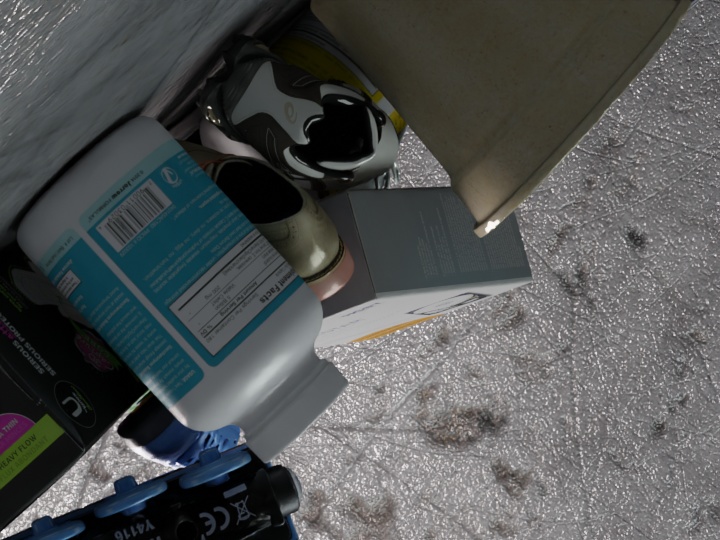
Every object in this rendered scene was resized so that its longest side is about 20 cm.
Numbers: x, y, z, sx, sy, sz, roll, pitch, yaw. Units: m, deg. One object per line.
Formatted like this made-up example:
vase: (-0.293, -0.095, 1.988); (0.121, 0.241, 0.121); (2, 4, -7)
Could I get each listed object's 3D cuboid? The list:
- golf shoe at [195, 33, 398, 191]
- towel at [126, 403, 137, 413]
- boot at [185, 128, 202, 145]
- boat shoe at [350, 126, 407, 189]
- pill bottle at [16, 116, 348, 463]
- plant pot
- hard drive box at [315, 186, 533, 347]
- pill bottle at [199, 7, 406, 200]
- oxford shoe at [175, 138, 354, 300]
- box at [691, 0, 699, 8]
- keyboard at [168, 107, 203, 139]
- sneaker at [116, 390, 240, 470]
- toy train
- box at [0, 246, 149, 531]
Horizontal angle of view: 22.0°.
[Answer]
golf shoe: (-0.018, -0.080, 1.174); (0.200, 0.094, 0.078); (15, 104, -58)
towel: (-0.106, 0.037, 1.409); (0.199, 0.023, 0.153); (-18, 147, -32)
boot: (-0.146, -0.038, 1.412); (0.200, 0.076, 0.168); (-45, 178, 40)
boat shoe: (0.007, -0.111, 1.420); (0.064, 0.075, 0.202); (-15, -149, 26)
pill bottle: (-0.098, 0.016, 1.083); (0.111, 0.200, 0.111); (-42, -178, 2)
plant pot: (0.076, -0.157, 1.179); (0.201, 0.183, 0.200); (-48, -179, 2)
hard drive box: (0.000, 0.000, 1.298); (0.155, 0.077, 0.199); (-22, 170, 36)
pill bottle: (-0.014, -0.133, 1.318); (0.200, 0.109, 0.109); (-47, -177, -20)
oxford shoe: (-0.082, -0.052, 1.171); (0.199, 0.074, 0.071); (27, -120, 39)
box: (0.225, -0.310, 1.559); (0.104, 0.200, 0.148); (-41, -179, 30)
keyboard: (-0.131, -0.096, 1.313); (0.056, 0.011, 0.200); (-34, -172, 45)
sneaker: (-0.107, 0.102, 1.202); (0.066, 0.079, 0.200); (-40, -179, -1)
toy train: (-0.133, 0.165, 1.115); (0.199, 0.087, 0.114); (-22, 180, -16)
box: (-0.223, 0.079, 1.140); (0.148, 0.124, 0.200); (-42, -178, 17)
